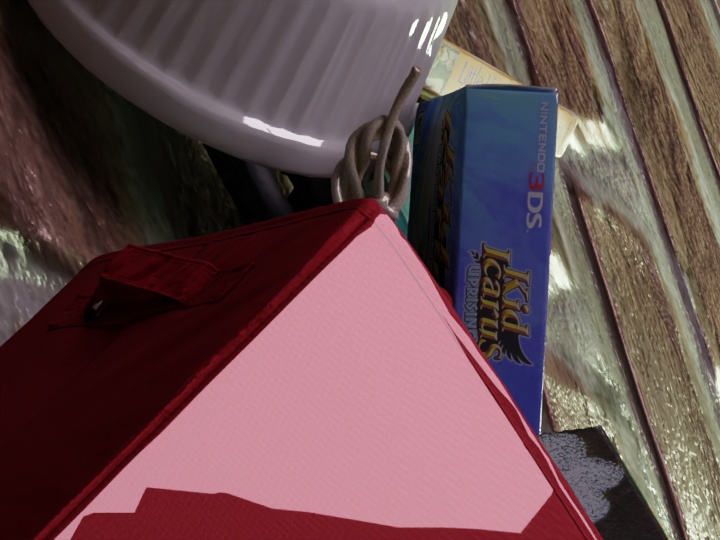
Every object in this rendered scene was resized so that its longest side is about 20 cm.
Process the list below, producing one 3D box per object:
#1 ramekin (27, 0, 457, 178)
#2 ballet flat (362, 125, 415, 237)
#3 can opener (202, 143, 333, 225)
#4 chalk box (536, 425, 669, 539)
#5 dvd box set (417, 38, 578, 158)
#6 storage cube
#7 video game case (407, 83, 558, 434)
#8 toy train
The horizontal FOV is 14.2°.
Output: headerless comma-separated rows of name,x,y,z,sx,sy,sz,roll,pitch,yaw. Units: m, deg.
ramekin,-0.046,-0.138,1.269,0.202,0.094,0.203,26,28,-15
ballet flat,0.026,-0.009,1.458,0.072,0.071,0.200,-84,155,-55
can opener,-0.045,-0.052,1.372,0.063,0.079,0.200,-37,101,-30
chalk box,0.064,0.171,1.082,0.200,0.124,0.124,-115,-157,-52
dvd box set,0.011,-0.112,1.471,0.146,0.029,0.200,24,2,26
storage cube,-0.052,0.108,0.880,0.180,0.171,0.200,-46,111,-32
video game case,0.049,0.020,1.304,0.181,0.045,0.201,-174,-93,-83
toy train,0.000,0.000,1.245,0.084,0.201,0.116,20,13,0
